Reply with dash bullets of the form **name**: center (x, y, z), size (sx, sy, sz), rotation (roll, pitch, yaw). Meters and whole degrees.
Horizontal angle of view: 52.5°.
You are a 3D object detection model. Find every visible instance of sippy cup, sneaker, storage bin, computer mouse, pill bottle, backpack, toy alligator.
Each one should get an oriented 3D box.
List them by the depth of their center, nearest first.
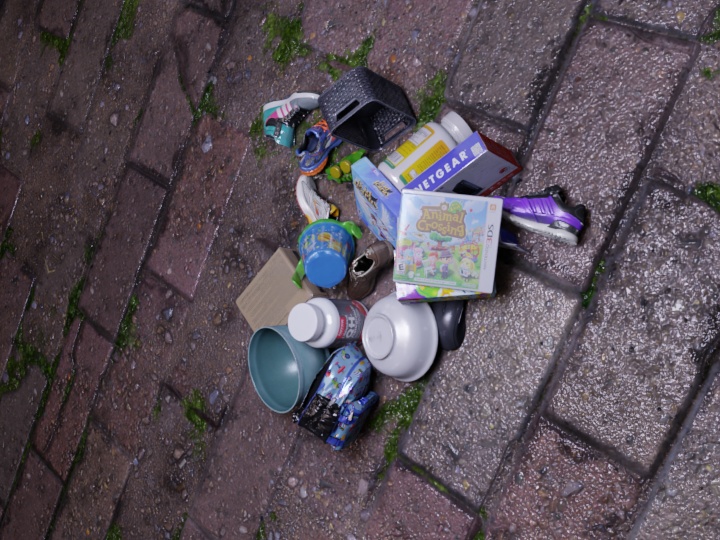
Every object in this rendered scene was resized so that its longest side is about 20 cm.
- **sneaker**: center (0.358, -0.128, 1.455), size (0.199, 0.069, 0.101), rotation (25, 93, 30)
- **pill bottle**: center (0.144, -0.243, 1.557), size (0.200, 0.113, 0.113), rotation (-41, 62, -1)
- **computer mouse**: center (0.165, 0.065, 1.575), size (0.139, 0.046, 0.203), rotation (11, 92, 33)
- **backpack**: center (-0.036, 0.269, 1.617), size (0.134, 0.182, 0.202), rotation (30, 98, 15)
- **storage bin**: center (0.016, -0.356, 1.628), size (0.135, 0.199, 0.095), rotation (-32, 68, 28)
- **pill bottle**: center (-0.071, 0.118, 1.641), size (0.110, 0.199, 0.112), rotation (-3, 84, 33)
- **sneaker**: center (0.000, 0.000, 1.646), size (0.071, 0.075, 0.201), rotation (60, 139, 24)
- **sippy cup**: center (-0.078, -0.031, 1.671), size (0.138, 0.131, 0.180), rotation (11, 116, -7)
- **toy alligator**: center (-0.043, -0.234, 1.750), size (0.199, 0.059, 0.055), rotation (-21, 108, 48)
- **sneaker**: center (-0.091, -0.325, 1.752), size (0.075, 0.079, 0.202), rotation (18, 72, 30)
- **sneaker**: center (-0.091, -0.149, 1.766), size (0.082, 0.078, 0.202), rotation (-29, 79, 24)
- **sneaker**: center (-0.174, -0.372, 1.830), size (0.198, 0.083, 0.123), rotation (-7, 76, 42)

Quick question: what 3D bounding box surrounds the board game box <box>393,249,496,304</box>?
- **board game box**: center (0.174, 0.007, 1.495), size (0.197, 0.103, 0.106), rotation (-5, 82, 8)

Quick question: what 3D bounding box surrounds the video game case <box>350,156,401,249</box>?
- **video game case**: center (0.057, -0.121, 1.596), size (0.045, 0.182, 0.200), rotation (-32, 61, -15)

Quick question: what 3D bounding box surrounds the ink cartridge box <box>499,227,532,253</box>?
- **ink cartridge box**: center (0.250, -0.074, 1.500), size (0.198, 0.094, 0.038), rotation (17, 90, 35)

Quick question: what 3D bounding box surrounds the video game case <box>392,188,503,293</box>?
- **video game case**: center (0.169, -0.058, 1.420), size (0.197, 0.022, 0.185), rotation (7, 97, 10)

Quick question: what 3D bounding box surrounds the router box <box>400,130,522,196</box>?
- **router box**: center (0.207, -0.185, 1.491), size (0.199, 0.179, 0.049), rotation (-36, 66, 27)

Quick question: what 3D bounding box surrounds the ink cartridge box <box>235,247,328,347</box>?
- **ink cartridge box**: center (-0.197, 0.071, 1.809), size (0.200, 0.075, 0.165), rotation (-47, 63, 21)

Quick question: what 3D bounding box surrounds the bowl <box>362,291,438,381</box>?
- **bowl**: center (0.067, 0.142, 1.585), size (0.200, 0.090, 0.204), rotation (-4, 84, 47)

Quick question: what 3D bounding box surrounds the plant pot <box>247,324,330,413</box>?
- **plant pot**: center (-0.154, 0.216, 1.713), size (0.199, 0.133, 0.203), rotation (15, 111, 45)
